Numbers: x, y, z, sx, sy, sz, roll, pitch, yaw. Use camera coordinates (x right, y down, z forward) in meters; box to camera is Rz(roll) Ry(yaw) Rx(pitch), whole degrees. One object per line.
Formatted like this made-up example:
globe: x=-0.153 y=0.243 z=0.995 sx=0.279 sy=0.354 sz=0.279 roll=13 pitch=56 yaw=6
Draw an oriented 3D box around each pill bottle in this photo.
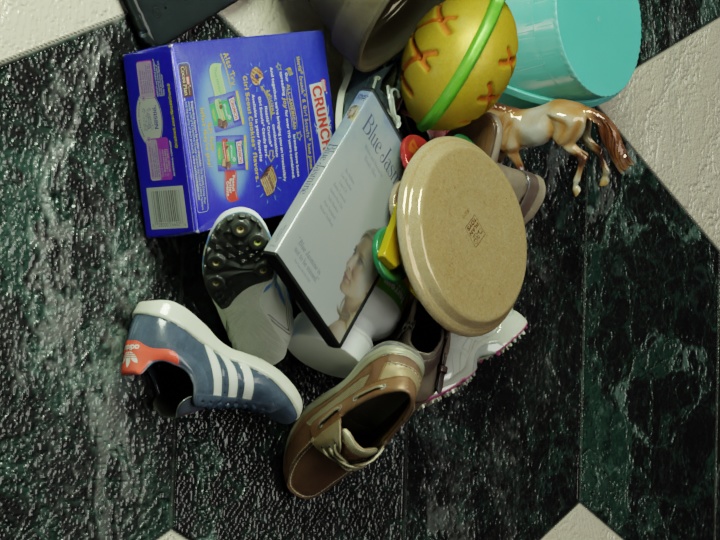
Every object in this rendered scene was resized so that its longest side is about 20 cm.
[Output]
pill bottle: x=0.000 y=0.000 z=1.577 sx=0.111 sy=0.111 sz=0.201 roll=43 pitch=59 yaw=-38

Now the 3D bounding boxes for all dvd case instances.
dvd case: x=-0.008 y=-0.048 z=1.469 sx=0.201 sy=0.017 sz=0.143 roll=-61 pitch=139 yaw=-27

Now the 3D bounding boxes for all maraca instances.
maraca: x=0.107 y=-0.225 z=1.560 sx=0.107 sy=0.137 sz=0.201 roll=29 pitch=90 yaw=-12

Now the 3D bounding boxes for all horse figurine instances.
horse figurine: x=0.204 y=-0.143 z=1.772 sx=0.050 sy=0.199 sz=0.133 roll=-60 pitch=139 yaw=-59

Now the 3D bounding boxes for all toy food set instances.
toy food set: x=0.092 y=-0.036 z=1.525 sx=0.198 sy=0.048 sz=0.201 roll=46 pitch=51 yaw=-33

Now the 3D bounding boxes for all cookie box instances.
cookie box: x=-0.114 y=-0.129 z=1.480 sx=0.199 sy=0.075 sz=0.172 roll=-14 pitch=99 yaw=-47

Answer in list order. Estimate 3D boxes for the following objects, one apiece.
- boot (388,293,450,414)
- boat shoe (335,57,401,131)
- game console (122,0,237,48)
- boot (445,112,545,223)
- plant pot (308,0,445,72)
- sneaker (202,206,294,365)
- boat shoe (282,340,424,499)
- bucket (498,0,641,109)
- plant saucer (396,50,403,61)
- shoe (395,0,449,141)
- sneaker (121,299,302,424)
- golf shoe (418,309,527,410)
boot: x=0.067 y=0.049 z=1.610 sx=0.147 sy=0.070 sz=0.201 roll=102 pitch=-4 yaw=-55
boat shoe: x=0.010 y=-0.152 z=1.570 sx=0.200 sy=0.061 sz=0.075 roll=-84 pitch=172 yaw=-56
game console: x=-0.173 y=-0.327 z=1.455 sx=0.177 sy=0.031 sz=0.201 roll=-42 pitch=118 yaw=-41
boot: x=0.139 y=-0.091 z=1.693 sx=0.146 sy=0.200 sz=0.070 roll=-3 pitch=53 yaw=-37
plant pot: x=0.002 y=-0.323 z=1.524 sx=0.173 sy=0.200 sz=0.200 roll=42 pitch=49 yaw=8
sneaker: x=-0.104 y=0.008 z=1.462 sx=0.201 sy=0.071 sz=0.073 roll=82 pitch=2 yaw=-49
boat shoe: x=-0.012 y=0.153 z=1.515 sx=0.075 sy=0.200 sz=0.072 roll=27 pitch=30 yaw=-18
bucket: x=0.219 y=-0.278 z=1.812 sx=0.207 sy=0.134 sz=0.209 roll=2 pitch=88 yaw=-48
plant saucer: x=0.038 y=-0.306 z=1.682 sx=0.200 sy=0.039 sz=0.202 roll=3 pitch=86 yaw=-49
shoe: x=0.076 y=-0.199 z=1.666 sx=0.091 sy=0.071 sz=0.201 roll=-48 pitch=146 yaw=-33
sneaker: x=-0.140 y=0.108 z=1.451 sx=0.200 sy=0.075 sz=0.085 roll=35 pitch=62 yaw=-31
golf shoe: x=0.096 y=0.079 z=1.726 sx=0.200 sy=0.075 sz=0.092 roll=-36 pitch=95 yaw=-42
